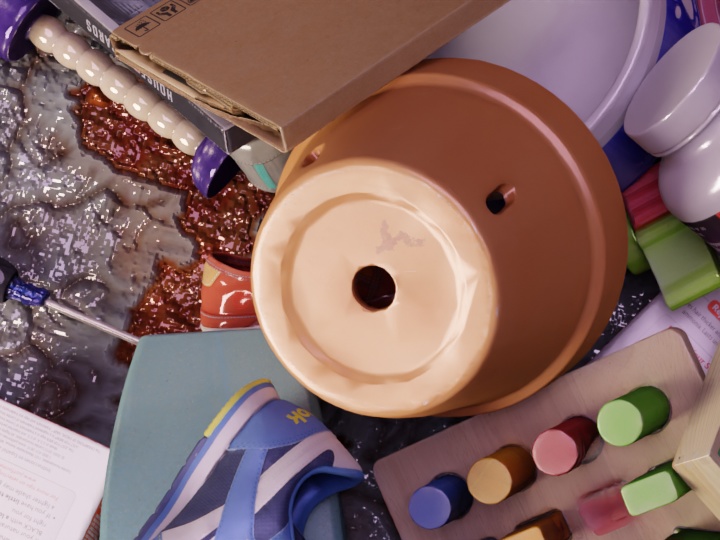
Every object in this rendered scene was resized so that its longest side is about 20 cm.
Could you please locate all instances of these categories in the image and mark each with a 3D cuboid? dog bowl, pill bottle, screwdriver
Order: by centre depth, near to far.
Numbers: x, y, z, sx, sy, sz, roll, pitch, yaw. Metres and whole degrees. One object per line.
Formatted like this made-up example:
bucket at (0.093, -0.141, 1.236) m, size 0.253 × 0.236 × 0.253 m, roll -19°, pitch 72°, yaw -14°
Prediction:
pill bottle at (0.242, -0.044, 1.271) m, size 0.200 × 0.112 × 0.112 m, roll 37°, pitch 80°, yaw -15°
dog bowl at (0.095, -0.130, 1.361) m, size 0.200 × 0.079 × 0.200 m, roll -11°, pitch 68°, yaw 30°
screwdriver at (-0.173, 0.022, 1.405) m, size 0.200 × 0.028 × 0.029 m, roll 18°, pitch 107°, yaw 7°

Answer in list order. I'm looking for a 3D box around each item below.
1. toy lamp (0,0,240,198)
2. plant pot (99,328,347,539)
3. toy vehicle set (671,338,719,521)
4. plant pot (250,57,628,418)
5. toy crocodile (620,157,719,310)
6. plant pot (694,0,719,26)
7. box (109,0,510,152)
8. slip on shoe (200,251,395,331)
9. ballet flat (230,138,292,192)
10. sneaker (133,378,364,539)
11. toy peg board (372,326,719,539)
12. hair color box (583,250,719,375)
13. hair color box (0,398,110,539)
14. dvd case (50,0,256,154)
toy lamp at (-0.159, -0.120, 1.423) m, size 0.200 × 0.058 × 0.058 m, roll 36°, pitch 81°, yaw 10°
plant pot at (-0.073, 0.140, 1.322) m, size 0.141 × 0.141 × 0.200 m, roll -3°, pitch 73°, yaw 1°
toy vehicle set at (0.256, 0.125, 1.290) m, size 0.200 × 0.027 × 0.124 m, roll 47°, pitch 47°, yaw -22°
plant pot at (0.029, -0.005, 1.248) m, size 0.200 × 0.140 × 0.200 m, roll 5°, pitch 105°, yaw 20°
toy crocodile at (0.171, -0.063, 1.372) m, size 0.067 × 0.062 × 0.200 m, roll -24°, pitch 51°, yaw 19°
plant pot at (0.300, -0.169, 1.332) m, size 0.200 × 0.179 × 0.200 m, roll 4°, pitch 62°, yaw -7°
box at (-0.016, -0.150, 1.305) m, size 0.200 × 0.021 × 0.163 m, roll -35°, pitch 42°, yaw -24°
slip on shoe at (0.000, 0.000, 1.379) m, size 0.200 × 0.074 × 0.061 m, roll -10°, pitch 101°, yaw 4°
ballet flat at (-0.035, -0.129, 1.415) m, size 0.067 × 0.064 × 0.200 m, roll -2°, pitch 48°, yaw 27°
sneaker at (-0.073, 0.154, 1.209) m, size 0.082 × 0.074 × 0.200 m, roll 29°, pitch 74°, yaw 11°
toy peg board at (0.121, 0.162, 1.286) m, size 0.199 × 0.098 × 0.200 m, roll -25°, pitch 84°, yaw 16°
hair color box at (0.210, 0.051, 1.370) m, size 0.200 × 0.061 × 0.102 m, roll -43°, pitch 79°, yaw -7°
hair color box at (-0.226, 0.178, 1.354) m, size 0.111 × 0.064 × 0.200 m, roll 24°, pitch 78°, yaw 6°
dvd case at (-0.077, -0.160, 1.372) m, size 0.150 × 0.025 × 0.200 m, roll -33°, pitch 51°, yaw -22°
